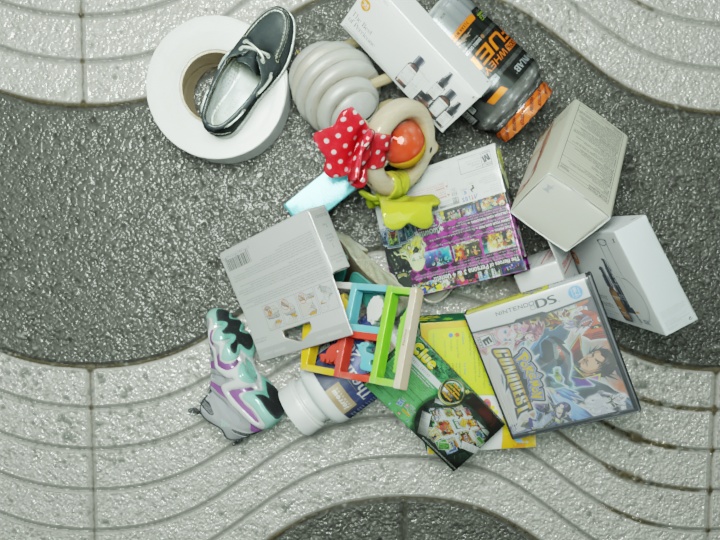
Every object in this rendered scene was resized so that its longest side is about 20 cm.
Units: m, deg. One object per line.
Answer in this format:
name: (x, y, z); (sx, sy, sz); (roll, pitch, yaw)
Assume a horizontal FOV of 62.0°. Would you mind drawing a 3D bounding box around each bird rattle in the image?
bird rattle: (0.033, -0.154, 0.792); (0.163, 0.112, 0.200); (-54, 134, -12)

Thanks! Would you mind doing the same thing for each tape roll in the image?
tape roll: (-0.203, -0.261, 0.879); (0.202, 0.071, 0.203); (0, 94, -1)

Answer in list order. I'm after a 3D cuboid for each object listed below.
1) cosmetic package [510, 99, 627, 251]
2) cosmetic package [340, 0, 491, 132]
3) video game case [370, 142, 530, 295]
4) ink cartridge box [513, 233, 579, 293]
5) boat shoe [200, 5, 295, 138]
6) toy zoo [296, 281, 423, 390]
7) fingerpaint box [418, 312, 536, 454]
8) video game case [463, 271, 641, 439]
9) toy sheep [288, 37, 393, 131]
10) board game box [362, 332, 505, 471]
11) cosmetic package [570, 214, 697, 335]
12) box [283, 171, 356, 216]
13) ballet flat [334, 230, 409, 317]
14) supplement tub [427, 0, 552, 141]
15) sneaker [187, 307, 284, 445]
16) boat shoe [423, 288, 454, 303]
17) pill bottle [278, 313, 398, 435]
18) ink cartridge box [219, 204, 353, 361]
cosmetic package: (0.293, -0.136, 0.834); (0.103, 0.087, 0.200); (36, 49, -3)
cosmetic package: (0.073, -0.287, 0.794); (0.200, 0.083, 0.051); (45, 48, -6)
video game case: (0.124, -0.065, 0.864); (0.199, 0.036, 0.182); (-16, 84, 26)
ink cartridge box: (0.287, 0.036, 0.881); (0.068, 0.116, 0.201); (-21, 94, 28)
boat shoe: (-0.150, -0.271, 0.814); (0.075, 0.060, 0.201); (26, 94, -3)
toy zoo: (-0.013, 0.082, 0.818); (0.199, 0.020, 0.132); (2, 77, 38)
fingerpaint box: (0.174, 0.166, 0.916); (0.166, 0.073, 0.201); (-5, 96, 0)
video game case: (0.262, 0.123, 0.831); (0.180, 0.025, 0.201); (-20, 95, 23)
toy sheep: (-0.029, -0.255, 0.850); (0.138, 0.138, 0.200); (-36, 57, 2)
board game box: (0.105, 0.187, 0.849); (0.105, 0.023, 0.200); (-42, 106, 5)
cosmetic package: (0.365, 0.000, 0.843); (0.052, 0.200, 0.151); (-26, 94, 0)
box: (-0.019, -0.139, 0.885); (0.200, 0.082, 0.049); (-39, 95, 2)
ballet flat: (0.000, 0.000, 0.889); (0.200, 0.062, 0.068); (48, 135, 29)
supplement tub: (0.167, -0.287, 0.858); (0.200, 0.123, 0.123); (41, 93, -4)
sneaker: (-0.216, 0.169, 0.910); (0.140, 0.078, 0.200); (-35, 73, 20)
boat shoe: (0.142, -0.046, 0.912); (0.067, 0.057, 0.201); (19, 98, 16)
pill bottle: (-0.019, 0.154, 0.892); (0.200, 0.111, 0.111); (-36, 94, 2)
ink cartridge box: (-0.099, 0.024, 0.857); (0.200, 0.045, 0.177); (-20, 91, 39)
